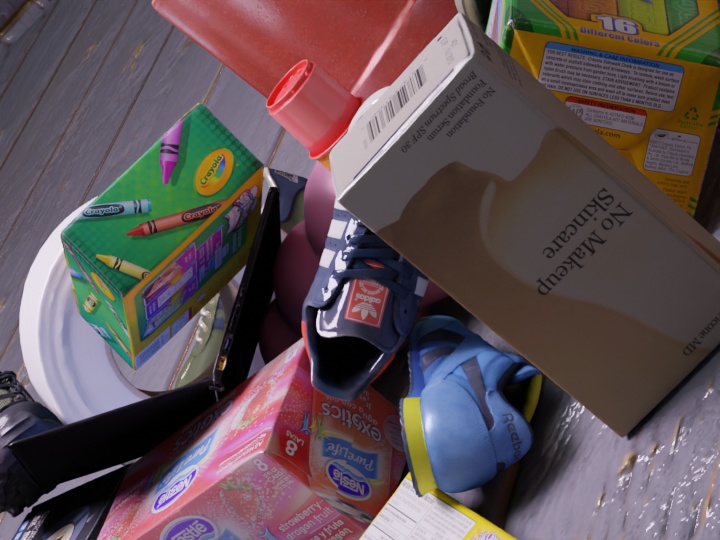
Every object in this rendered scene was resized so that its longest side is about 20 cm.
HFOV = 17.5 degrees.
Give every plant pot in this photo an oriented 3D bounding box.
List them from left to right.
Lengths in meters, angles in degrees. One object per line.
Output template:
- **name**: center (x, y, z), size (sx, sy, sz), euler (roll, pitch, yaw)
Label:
- **plant pot**: center (-0.025, -0.191, 1.596), size (0.201, 0.195, 0.201), euler (-56, 8, 11)

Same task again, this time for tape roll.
- **tape roll**: center (-0.134, 0.038, 1.627), size (0.203, 0.202, 0.071), euler (-53, 16, -8)

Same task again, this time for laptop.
- **laptop**: center (-0.131, 0.048, 1.500), size (0.187, 0.115, 0.202), euler (98, -172, -77)

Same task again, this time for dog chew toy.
- **dog chew toy**: center (0.000, 0.000, 1.506), size (0.201, 0.124, 0.125), euler (-56, 13, 28)

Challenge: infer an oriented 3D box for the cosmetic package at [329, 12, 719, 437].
- **cosmetic package**: center (0.090, -0.021, 1.165), size (0.105, 0.200, 0.071), euler (-47, 18, 15)

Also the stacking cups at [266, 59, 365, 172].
- **stacking cups**: center (0.029, -0.044, 1.369), size (0.060, 0.200, 0.061), euler (-43, 21, 21)

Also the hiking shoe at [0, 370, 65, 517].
- **hiking shoe**: center (-0.252, 0.111, 1.612), size (0.076, 0.101, 0.200), euler (-38, -6, -15)

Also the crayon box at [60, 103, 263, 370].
- **crayon box**: center (-0.122, -0.017, 1.472), size (0.119, 0.058, 0.200), euler (-44, -9, -13)

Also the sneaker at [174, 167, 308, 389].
- **sneaker**: center (-0.096, 0.010, 1.774), size (0.201, 0.090, 0.067), euler (-51, 18, 2)

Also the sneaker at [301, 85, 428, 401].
- **sneaker**: center (0.011, -0.008, 1.294), size (0.085, 0.074, 0.201), euler (-71, -5, -48)

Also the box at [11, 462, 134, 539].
- **box**: center (-0.204, 0.247, 1.573), size (0.163, 0.086, 0.201), euler (-26, 30, 54)

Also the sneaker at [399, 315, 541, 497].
- **sneaker**: center (0.066, 0.070, 1.306), size (0.078, 0.066, 0.200), euler (-14, 14, 6)

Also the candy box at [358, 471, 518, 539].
- **candy box**: center (0.033, 0.170, 1.218), size (0.102, 0.026, 0.200), euler (-51, 17, -5)

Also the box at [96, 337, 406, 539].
- **box**: center (-0.070, 0.143, 1.424), size (0.200, 0.094, 0.103), euler (-36, 22, 41)

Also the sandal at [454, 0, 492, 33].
- **sandal**: center (0.095, -0.139, 1.454), size (0.057, 0.201, 0.080), euler (19, 63, 34)

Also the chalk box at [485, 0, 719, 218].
- **chalk box**: center (0.131, -0.115, 1.316), size (0.200, 0.123, 0.125), euler (-85, 5, -60)
